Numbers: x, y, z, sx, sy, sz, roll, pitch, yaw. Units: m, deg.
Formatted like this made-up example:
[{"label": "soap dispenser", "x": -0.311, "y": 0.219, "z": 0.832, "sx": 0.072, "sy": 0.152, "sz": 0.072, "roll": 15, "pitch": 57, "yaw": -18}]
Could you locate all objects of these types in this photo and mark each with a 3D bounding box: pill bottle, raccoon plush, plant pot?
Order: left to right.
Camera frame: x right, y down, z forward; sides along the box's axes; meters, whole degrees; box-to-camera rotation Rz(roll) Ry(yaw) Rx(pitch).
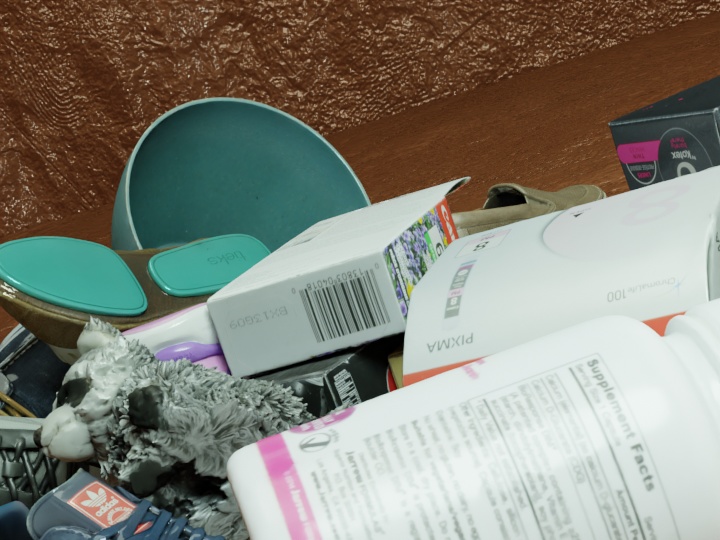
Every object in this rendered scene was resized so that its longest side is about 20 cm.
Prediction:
[{"label": "plant pot", "x": -0.103, "y": -0.008, "z": 1.349, "sx": 0.199, "sy": 0.201, "sz": 0.135, "roll": -25, "pitch": -13, "yaw": -37}, {"label": "raccoon plush", "x": -0.063, "y": 0.084, "z": 0.918, "sx": 0.199, "sy": 0.097, "sz": 0.134, "roll": 7, "pitch": 19, "yaw": -22}, {"label": "pill bottle", "x": 0.064, "y": 0.083, "z": 0.623, "sx": 0.199, "sy": 0.114, "sz": 0.113, "roll": -19, "pitch": 9, "yaw": -6}]

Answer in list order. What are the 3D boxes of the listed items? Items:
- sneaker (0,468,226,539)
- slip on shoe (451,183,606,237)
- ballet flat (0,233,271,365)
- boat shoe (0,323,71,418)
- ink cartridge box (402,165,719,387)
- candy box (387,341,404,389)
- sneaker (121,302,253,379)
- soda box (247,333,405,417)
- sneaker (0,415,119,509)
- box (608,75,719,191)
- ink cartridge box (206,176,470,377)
[{"label": "sneaker", "x": -0.095, "y": 0.126, "z": 0.778, "sx": 0.199, "sy": 0.085, "sz": 0.075, "roll": -12, "pitch": 11, "yaw": 34}, {"label": "slip on shoe", "x": 0.124, "y": -0.041, "z": 1.401, "sx": 0.076, "sy": 0.061, "sz": 0.200, "roll": -9, "pitch": 13, "yaw": 46}, {"label": "ballet flat", "x": -0.137, "y": 0.020, "z": 1.042, "sx": 0.199, "sy": 0.068, "sz": 0.073, "roll": -7, "pitch": -40, "yaw": -44}, {"label": "boat shoe", "x": -0.208, "y": 0.098, "z": 1.046, "sx": 0.201, "sy": 0.071, "sz": 0.091, "roll": -51, "pitch": 8, "yaw": -8}, {"label": "ink cartridge box", "x": 0.093, "y": 0.020, "z": 0.857, "sx": 0.162, "sy": 0.057, "sz": 0.200, "roll": -15, "pitch": 12, "yaw": 25}, {"label": "candy box", "x": 0.128, "y": 0.033, "z": 0.970, "sx": 0.199, "sy": 0.056, "sz": 0.115, "roll": -12, "pitch": 13, "yaw": 32}, {"label": "sneaker", "x": -0.095, "y": 0.086, "z": 1.061, "sx": 0.080, "sy": 0.089, "sz": 0.200, "roll": -21, "pitch": -13, "yaw": -4}, {"label": "soda box", "x": 0.012, "y": 0.058, "z": 1.036, "sx": 0.070, "sy": 0.064, "sz": 0.200, "roll": -13, "pitch": 10, "yaw": 33}, {"label": "sneaker", "x": -0.198, "y": 0.110, "z": 0.958, "sx": 0.199, "sy": 0.075, "sz": 0.079, "roll": 5, "pitch": -12, "yaw": -7}, {"label": "box", "x": 0.287, "y": -0.087, "z": 1.201, "sx": 0.199, "sy": 0.107, "sz": 0.122, "roll": -24, "pitch": 10, "yaw": -26}, {"label": "ink cartridge box", "x": 0.000, "y": 0.000, "z": 1.047, "sx": 0.108, "sy": 0.051, "sz": 0.200, "roll": -16, "pitch": 8, "yaw": 21}]
